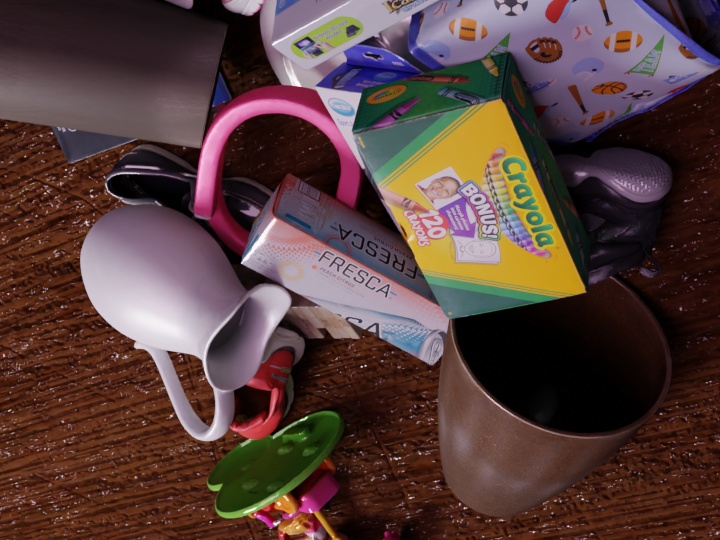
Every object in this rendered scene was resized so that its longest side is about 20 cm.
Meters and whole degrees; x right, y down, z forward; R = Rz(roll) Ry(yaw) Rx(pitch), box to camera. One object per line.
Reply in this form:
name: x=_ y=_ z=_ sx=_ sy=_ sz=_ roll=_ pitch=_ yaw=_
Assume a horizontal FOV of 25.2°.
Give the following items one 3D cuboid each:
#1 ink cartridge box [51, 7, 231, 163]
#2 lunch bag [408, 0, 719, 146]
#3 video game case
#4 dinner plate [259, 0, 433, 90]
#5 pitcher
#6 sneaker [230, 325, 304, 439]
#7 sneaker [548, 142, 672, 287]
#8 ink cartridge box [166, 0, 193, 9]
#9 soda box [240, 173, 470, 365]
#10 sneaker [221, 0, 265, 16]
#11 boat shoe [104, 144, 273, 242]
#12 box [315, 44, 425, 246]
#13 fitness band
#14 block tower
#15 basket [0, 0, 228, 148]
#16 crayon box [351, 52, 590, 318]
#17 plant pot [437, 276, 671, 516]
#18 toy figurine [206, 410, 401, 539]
ink cartridge box: x=-0.221 y=-0.174 z=1.520 sx=0.200 sy=0.039 sz=0.100 roll=-16 pitch=103 yaw=36
lunch bag: x=0.162 y=-0.186 z=1.210 sx=0.200 sy=0.124 sz=0.170 roll=34 pitch=135 yaw=-31
video game case: x=0.017 y=-0.274 z=1.227 sx=0.181 sy=0.201 sz=0.045 roll=-22 pitch=141 yaw=37
dinner plate: x=-0.007 y=-0.167 z=1.356 sx=0.200 sy=0.024 sz=0.200 roll=24 pitch=144 yaw=20
pitcher: x=-0.169 y=0.043 z=1.460 sx=0.200 sy=0.121 sz=0.172 roll=33 pitch=114 yaw=34
sneaker: x=-0.107 y=0.120 z=1.537 sx=0.077 sy=0.085 sz=0.200 roll=20 pitch=150 yaw=3
sneaker: x=0.157 y=-0.046 z=1.319 sx=0.200 sy=0.075 sz=0.114 roll=11 pitch=119 yaw=30
ink cartridge box: x=-0.162 y=-0.339 z=1.379 sx=0.116 sy=0.067 sz=0.200 roll=25 pitch=123 yaw=20
soda box: x=0.000 y=0.000 z=1.405 sx=0.200 sy=0.064 sz=0.068 roll=29 pitch=130 yaw=-12
sneaker: x=-0.107 y=-0.291 z=1.313 sx=0.088 sy=0.082 sz=0.200 roll=10 pitch=144 yaw=0
boat shoe: x=-0.152 y=-0.058 z=1.518 sx=0.200 sy=0.063 sz=0.073 roll=24 pitch=122 yaw=19
box: x=0.040 y=-0.095 z=1.314 sx=0.119 sy=0.041 sz=0.200 roll=17 pitch=146 yaw=55
fitness band: x=-0.071 y=-0.078 z=1.416 sx=0.143 sy=0.037 sz=0.200 roll=16 pitch=133 yaw=2
block tower: x=-0.086 y=0.029 z=1.515 sx=0.200 sy=0.054 sz=0.058 roll=-1 pitch=144 yaw=32
basket: x=-0.223 y=-0.183 z=1.401 sx=0.199 sy=0.180 sz=0.136 roll=12 pitch=116 yaw=-6
crayon box: x=0.088 y=-0.059 z=1.215 sx=0.118 sy=0.058 sz=0.200 roll=-12 pitch=130 yaw=22
plant pot: x=0.140 y=0.119 z=1.367 sx=0.187 sy=0.187 sz=0.200 roll=34 pitch=139 yaw=13
toy figurine: x=-0.042 y=0.256 z=1.583 sx=0.184 sy=0.150 sz=0.200 roll=55 pitch=152 yaw=-15
